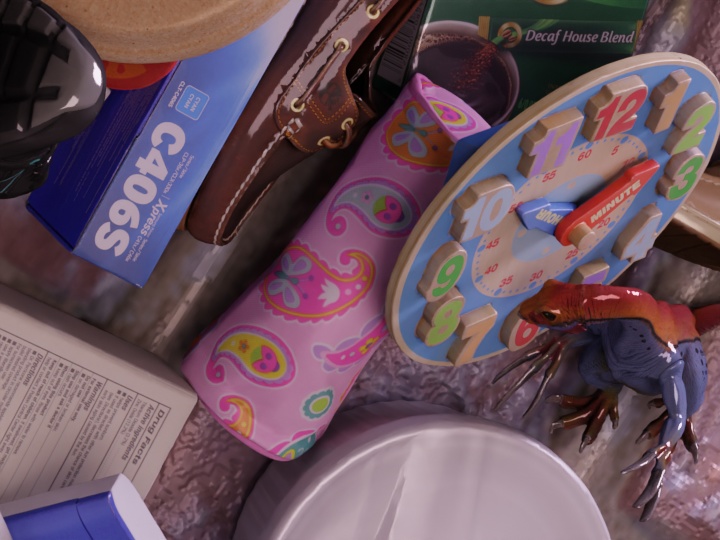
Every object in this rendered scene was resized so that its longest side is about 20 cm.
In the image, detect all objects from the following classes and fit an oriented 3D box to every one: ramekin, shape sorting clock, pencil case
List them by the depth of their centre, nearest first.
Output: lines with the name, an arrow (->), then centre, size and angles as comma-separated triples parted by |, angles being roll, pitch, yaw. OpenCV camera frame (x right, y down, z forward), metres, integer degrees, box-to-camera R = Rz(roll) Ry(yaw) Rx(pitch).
shape sorting clock -> 0.096, -0.026, 1.406 | 0.199, 0.039, 0.201 | -30, 147, -21
pencil case -> 0.000, 0.000, 1.442 | 0.087, 0.088, 0.200 | 35, 104, -25
ramekin -> 0.023, 0.159, 1.512 | 0.201, 0.094, 0.204 | -6, 107, -20

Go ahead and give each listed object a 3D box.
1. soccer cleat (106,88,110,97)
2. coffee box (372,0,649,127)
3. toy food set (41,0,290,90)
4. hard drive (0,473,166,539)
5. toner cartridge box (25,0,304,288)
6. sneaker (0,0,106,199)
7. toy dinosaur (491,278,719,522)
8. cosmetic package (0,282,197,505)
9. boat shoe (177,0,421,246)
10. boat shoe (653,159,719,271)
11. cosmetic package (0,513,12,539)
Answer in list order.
soccer cleat -> -0.116, -0.172, 1.385 | 0.076, 0.067, 0.201 | 26, 97, -20
coffee box -> 0.092, -0.169, 1.474 | 0.122, 0.044, 0.201 | 14, 99, -23
toy food set -> -0.101, -0.187, 1.320 | 0.199, 0.049, 0.199 | -18, 92, 1
hard drive -> -0.168, 0.175, 1.413 | 0.199, 0.025, 0.132 | -16, 116, 28
toner cartridge box -> -0.085, -0.098, 1.399 | 0.043, 0.095, 0.201 | 28, 94, -26
sneaker -> -0.163, -0.074, 1.329 | 0.079, 0.200, 0.076 | 28, 73, -33
toy dinosaur -> 0.131, 0.031, 1.475 | 0.182, 0.105, 0.201 | 88, 25, -56
cosmetic package -> -0.193, 0.056, 1.412 | 0.199, 0.073, 0.104 | 28, 94, -25
boat shoe -> -0.022, -0.095, 1.424 | 0.070, 0.070, 0.201 | 30, 99, 2
boat shoe -> 0.204, -0.032, 1.546 | 0.199, 0.071, 0.065 | 23, 82, -25
cosmetic package -> -0.241, 0.213, 1.344 | 0.164, 0.165, 0.201 | -6, 120, 25
